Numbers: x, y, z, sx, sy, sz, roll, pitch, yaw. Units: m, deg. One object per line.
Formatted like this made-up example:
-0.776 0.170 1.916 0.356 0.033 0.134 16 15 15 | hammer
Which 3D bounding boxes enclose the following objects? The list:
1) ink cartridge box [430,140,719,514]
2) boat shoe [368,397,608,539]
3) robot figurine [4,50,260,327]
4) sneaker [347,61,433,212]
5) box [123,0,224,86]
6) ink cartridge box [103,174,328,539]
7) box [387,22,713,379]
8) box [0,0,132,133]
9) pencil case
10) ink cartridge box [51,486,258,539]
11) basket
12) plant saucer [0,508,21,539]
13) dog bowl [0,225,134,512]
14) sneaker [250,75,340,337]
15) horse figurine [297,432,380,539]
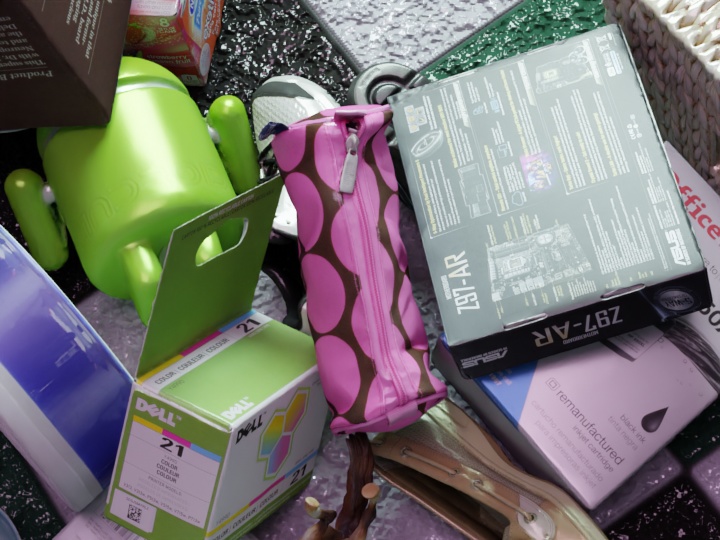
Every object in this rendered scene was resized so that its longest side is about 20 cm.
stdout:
0.166 0.039 1.194 0.200 0.084 0.145 -40 81 -10 | ink cartridge box
0.085 0.156 1.166 0.063 0.073 0.201 -33 57 -24 | boat shoe
-0.153 -0.062 1.293 0.175 0.116 0.201 -22 63 -8 | robot figurine
0.070 -0.060 1.283 0.075 0.079 0.200 -42 86 -16 | sneaker
-0.208 -0.204 1.377 0.199 0.100 0.096 4 66 12 | box
-0.073 0.059 1.154 0.075 0.148 0.201 24 116 19 | ink cartridge box
0.113 -0.046 1.159 0.159 0.044 0.201 -18 54 6 | box
-0.259 -0.209 1.213 0.165 0.200 0.165 -1 65 16 | box
0.000 0.000 1.148 0.090 0.094 0.201 -13 90 -24 | pencil case
-0.162 0.222 1.206 0.119 0.042 0.200 39 75 24 | ink cartridge box
0.279 -0.155 1.219 0.199 0.198 0.161 -34 62 -7 | basket
-0.288 0.236 1.197 0.199 0.027 0.201 -18 50 22 | plant saucer
-0.218 0.055 1.204 0.079 0.200 0.200 -41 65 -13 | dog bowl
-0.042 -0.046 1.265 0.087 0.076 0.201 -7 63 -35 | sneaker
-0.042 0.195 1.164 0.050 0.133 0.200 33 63 14 | horse figurine
